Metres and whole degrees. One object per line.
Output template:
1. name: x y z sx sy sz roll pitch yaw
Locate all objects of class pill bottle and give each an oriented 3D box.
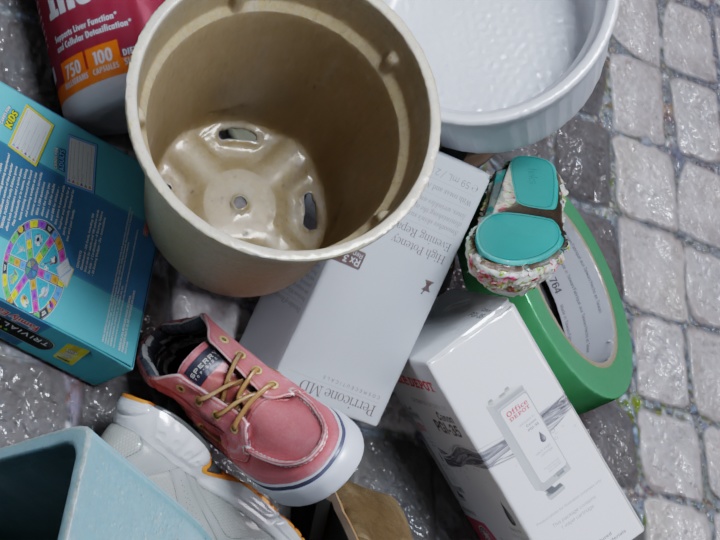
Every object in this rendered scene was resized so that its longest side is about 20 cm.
1. pill bottle: -0.173 -0.205 1.570 0.113 0.113 0.201 -6 77 -45

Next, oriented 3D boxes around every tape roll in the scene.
1. tape roll: 0.148 0.017 1.795 0.200 0.048 0.201 46 31 -37

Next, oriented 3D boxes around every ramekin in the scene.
1. ramekin: 0.087 -0.182 1.614 0.098 0.199 0.202 68 16 -71

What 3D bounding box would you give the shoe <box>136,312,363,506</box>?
1. shoe: -0.079 0.089 1.486 0.091 0.200 0.072 45 79 -28

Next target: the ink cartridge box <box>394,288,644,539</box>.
1. ink cartridge box: 0.105 0.122 1.666 0.083 0.146 0.201 -33 101 -13

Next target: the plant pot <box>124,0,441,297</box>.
1. plant pot: -0.066 -0.072 1.474 0.199 0.184 0.202 4 70 -12

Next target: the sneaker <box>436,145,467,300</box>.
1. sneaker: 0.051 -0.062 1.711 0.106 0.201 0.075 30 9 -41

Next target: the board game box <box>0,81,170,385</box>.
1. board game box: -0.227 -0.035 1.493 0.199 0.047 0.152 30 54 -32

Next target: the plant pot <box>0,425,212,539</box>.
1. plant pot: -0.176 0.237 1.334 0.200 0.195 0.197 37 50 -38

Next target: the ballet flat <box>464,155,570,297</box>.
1. ballet flat: 0.115 -0.019 1.629 0.075 0.064 0.200 15 27 7

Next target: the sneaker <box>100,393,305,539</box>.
1. sneaker: -0.117 0.170 1.512 0.200 0.076 0.092 46 74 -32

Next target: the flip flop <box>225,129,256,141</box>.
1. flip flop: -0.034 -0.170 1.679 0.081 0.058 0.200 36 79 7

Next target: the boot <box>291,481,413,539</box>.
1. boot: 0.009 0.201 1.534 0.075 0.074 0.200 9 25 -17

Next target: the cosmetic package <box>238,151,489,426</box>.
1. cosmetic package: 0.000 0.000 1.608 0.101 0.074 0.201 20 95 -32

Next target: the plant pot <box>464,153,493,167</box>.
1. plant pot: 0.084 -0.182 1.769 0.199 0.174 0.202 19 61 -39
